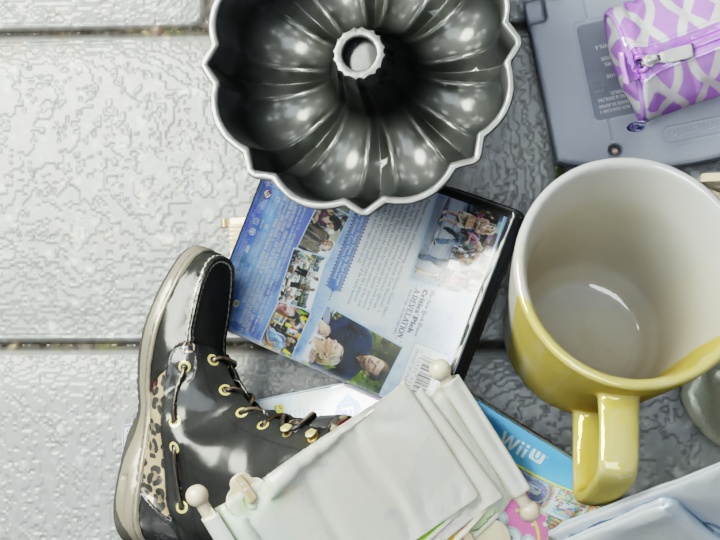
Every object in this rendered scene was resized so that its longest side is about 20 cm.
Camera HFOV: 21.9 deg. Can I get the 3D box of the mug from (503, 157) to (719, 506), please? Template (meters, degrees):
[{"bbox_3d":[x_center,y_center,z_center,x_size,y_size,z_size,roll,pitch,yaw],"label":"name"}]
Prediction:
[{"bbox_3d":[0.148,0.038,1.192,0.149,0.153,0.187,36,70,6],"label":"mug"}]

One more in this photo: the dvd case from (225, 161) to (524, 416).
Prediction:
[{"bbox_3d":[0.000,0.000,1.219,0.200,0.018,0.143,21,89,34],"label":"dvd case"}]

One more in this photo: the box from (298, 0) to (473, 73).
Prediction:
[{"bbox_3d":[0.047,-0.247,1.258,0.141,0.079,0.200,28,92,10],"label":"box"}]

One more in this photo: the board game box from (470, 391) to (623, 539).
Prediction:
[{"bbox_3d":[0.064,0.193,1.249,0.147,0.064,0.200,31,87,9],"label":"board game box"}]

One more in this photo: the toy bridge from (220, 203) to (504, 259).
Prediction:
[{"bbox_3d":[0.001,-0.038,1.285,0.199,0.027,0.068,-2,87,5],"label":"toy bridge"}]

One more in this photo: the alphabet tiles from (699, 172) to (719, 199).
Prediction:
[{"bbox_3d":[0.318,-0.036,1.166,0.195,0.200,0.015,18,81,-32],"label":"alphabet tiles"}]

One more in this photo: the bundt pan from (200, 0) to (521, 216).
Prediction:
[{"bbox_3d":[0.005,-0.130,1.179,0.201,0.076,0.203,-1,83,9],"label":"bundt pan"}]

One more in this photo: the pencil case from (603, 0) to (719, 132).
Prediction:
[{"bbox_3d":[0.253,-0.164,1.202,0.199,0.085,0.084,-22,87,4],"label":"pencil case"}]

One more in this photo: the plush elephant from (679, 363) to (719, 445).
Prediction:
[{"bbox_3d":[0.298,0.066,1.202,0.155,0.200,0.165,37,79,27],"label":"plush elephant"}]

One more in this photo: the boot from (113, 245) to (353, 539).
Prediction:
[{"bbox_3d":[-0.072,0.091,1.196,0.150,0.073,0.201,9,80,28],"label":"boot"}]

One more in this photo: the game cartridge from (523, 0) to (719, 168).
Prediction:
[{"bbox_3d":[0.221,-0.138,1.263,0.199,0.041,0.134,-11,85,5],"label":"game cartridge"}]

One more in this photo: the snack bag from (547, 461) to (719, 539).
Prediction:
[{"bbox_3d":[0.247,0.186,1.146,0.188,0.021,0.200,38,136,-21],"label":"snack bag"}]

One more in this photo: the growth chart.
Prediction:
[{"bbox_3d":[0.009,0.149,1.139,0.200,0.018,0.145,-28,105,-16],"label":"growth chart"}]

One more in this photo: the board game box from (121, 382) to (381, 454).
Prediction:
[{"bbox_3d":[-0.061,0.185,1.226,0.199,0.041,0.201,-11,69,21],"label":"board game box"}]
